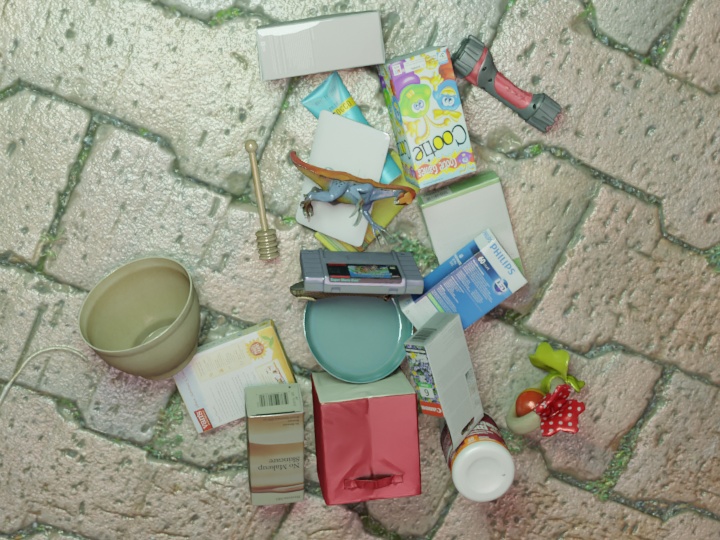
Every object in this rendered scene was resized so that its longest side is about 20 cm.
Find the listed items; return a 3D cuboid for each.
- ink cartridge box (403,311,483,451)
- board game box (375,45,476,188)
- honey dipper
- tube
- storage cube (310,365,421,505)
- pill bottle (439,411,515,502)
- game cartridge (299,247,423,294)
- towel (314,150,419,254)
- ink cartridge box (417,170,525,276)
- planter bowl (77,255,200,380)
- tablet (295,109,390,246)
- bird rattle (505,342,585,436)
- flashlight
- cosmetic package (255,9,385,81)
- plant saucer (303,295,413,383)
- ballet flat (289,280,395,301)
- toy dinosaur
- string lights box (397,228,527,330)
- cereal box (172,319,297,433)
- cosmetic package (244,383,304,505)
[{"bbox_3d":[0.141,0.184,1.559,0.050,0.109,0.203,3,118,39],"label":"ink cartridge box"},{"bbox_3d":[0.106,-0.250,1.519,0.103,0.103,0.203,-18,106,-7],"label":"board game box"},{"bbox_3d":[-0.167,-0.120,1.577,0.037,0.038,0.203,-7,104,-3],"label":"honey dipper"},{"bbox_3d":[-0.010,-0.225,1.552,0.077,0.050,0.201,-38,93,1],"label":"tube"},{"bbox_3d":[0.005,0.279,1.627,0.168,0.200,0.183,-5,102,-7],"label":"storage cube"},{"bbox_3d":[0.198,0.310,1.649,0.108,0.200,0.111,-1,107,-5],"label":"pill bottle"},{"bbox_3d":[0.000,0.000,1.562,0.196,0.130,0.039,1,108,-9],"label":"game cartridge"},{"bbox_3d":[0.016,-0.106,1.608,0.086,0.018,0.200,41,99,-18],"label":"towel"},{"bbox_3d":[0.194,-0.054,1.623,0.143,0.048,0.202,-19,114,1],"label":"ink cartridge box"},{"bbox_3d":[-0.349,0.096,1.555,0.197,0.202,0.136,-19,135,1],"label":"planter bowl"},{"bbox_3d":[-0.032,-0.151,1.552,0.129,0.014,0.203,22,113,15],"label":"tablet"},{"bbox_3d":[0.327,0.237,1.653,0.112,0.201,0.163,41,123,-15],"label":"bird rattle"},{"bbox_3d":[0.241,-0.306,1.543,0.198,0.068,0.068,31,106,-12],"label":"flashlight"},{"bbox_3d":[-0.064,-0.357,1.480,0.196,0.107,0.092,-6,107,-2],"label":"cosmetic package"},{"bbox_3d":[-0.005,0.093,1.620,0.197,0.027,0.204,3,79,-16],"label":"plant saucer"},{"bbox_3d":[-0.023,0.035,1.583,0.197,0.067,0.047,-5,106,-22],"label":"ballet flat"},{"bbox_3d":[-0.008,-0.130,1.496,0.179,0.105,0.203,-20,89,8],"label":"toy dinosaur"},{"bbox_3d":[0.173,0.034,1.598,0.199,0.059,0.103,-37,111,8],"label":"string lights box"},{"bbox_3d":[-0.222,0.188,1.658,0.197,0.040,0.146,-19,109,1],"label":"cereal box"},{"bbox_3d":[-0.150,0.307,1.650,0.102,0.088,0.203,-5,121,-8],"label":"cosmetic package"}]
